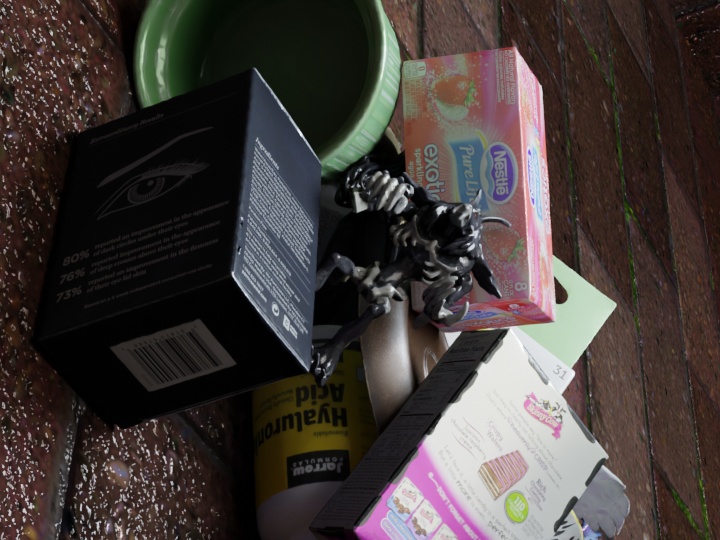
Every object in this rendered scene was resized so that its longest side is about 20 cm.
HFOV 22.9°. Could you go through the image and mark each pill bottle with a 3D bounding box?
[{"bbox_3d":[-0.024,0.151,1.324,0.111,0.111,0.200,44,34,-51],"label":"pill bottle"}]

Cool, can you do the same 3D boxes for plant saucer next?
[{"bbox_3d":[0.045,0.089,1.361,0.200,0.032,0.201,-13,90,-76],"label":"plant saucer"}]

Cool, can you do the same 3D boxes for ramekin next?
[{"bbox_3d":[-0.064,-0.156,1.360,0.098,0.200,0.200,24,51,-73],"label":"ramekin"}]

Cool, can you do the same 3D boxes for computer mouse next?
[{"bbox_3d":[0.000,0.000,1.420,0.053,0.200,0.138,32,25,16],"label":"computer mouse"}]

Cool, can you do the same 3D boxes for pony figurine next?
[{"bbox_3d":[0.180,0.237,1.760,0.193,0.167,0.200,47,9,33],"label":"pony figurine"}]

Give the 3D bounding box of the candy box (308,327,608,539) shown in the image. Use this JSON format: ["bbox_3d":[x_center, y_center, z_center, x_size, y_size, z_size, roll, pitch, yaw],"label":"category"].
[{"bbox_3d":[0.073,0.157,1.263,0.200,0.061,0.136,-49,113,-28],"label":"candy box"}]

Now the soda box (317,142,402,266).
[{"bbox_3d":[-0.024,-0.065,1.530,0.200,0.068,0.064,-56,167,-65],"label":"soda box"}]

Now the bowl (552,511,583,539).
[{"bbox_3d":[0.080,0.210,1.507,0.094,0.201,0.201,-51,130,-21],"label":"bowl"}]

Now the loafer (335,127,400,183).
[{"bbox_3d":[-0.045,-0.139,1.490,0.200,0.076,0.067,45,16,5],"label":"loafer"}]

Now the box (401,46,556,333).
[{"bbox_3d":[0.092,-0.060,1.379,0.103,0.094,0.200,36,50,-68],"label":"box"}]

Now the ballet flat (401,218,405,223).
[{"bbox_3d":[0.070,-0.078,1.580,0.064,0.075,0.200,95,7,-66],"label":"ballet flat"}]

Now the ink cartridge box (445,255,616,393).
[{"bbox_3d":[0.121,0.052,1.526,0.145,0.048,0.200,38,67,2],"label":"ink cartridge box"}]

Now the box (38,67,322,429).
[{"bbox_3d":[-0.114,-0.016,1.180,0.104,0.148,0.200,54,28,-39],"label":"box"}]

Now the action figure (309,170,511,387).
[{"bbox_3d":[0.029,-0.004,1.252,0.119,0.200,0.102,53,-19,6],"label":"action figure"}]
